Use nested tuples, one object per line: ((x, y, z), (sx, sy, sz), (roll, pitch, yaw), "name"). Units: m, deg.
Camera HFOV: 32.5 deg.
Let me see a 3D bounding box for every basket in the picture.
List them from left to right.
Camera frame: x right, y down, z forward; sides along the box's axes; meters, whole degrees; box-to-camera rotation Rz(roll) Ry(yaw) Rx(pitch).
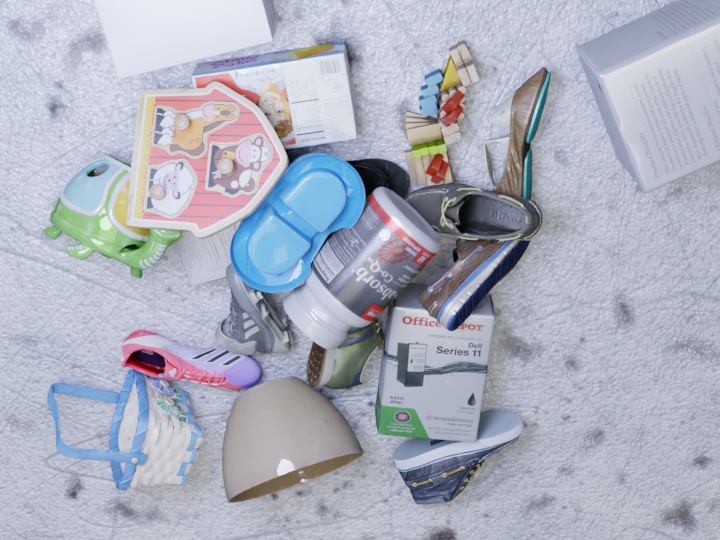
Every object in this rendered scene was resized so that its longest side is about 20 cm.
((-0.330, 0.216, 1.714), (0.199, 0.176, 0.140), (7, 113, -24), "basket")

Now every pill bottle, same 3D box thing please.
((0.000, 0.000, 1.594), (0.116, 0.116, 0.200), (39, 103, -15), "pill bottle")

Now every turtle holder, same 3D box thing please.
((-0.316, -0.072, 1.590), (0.140, 0.185, 0.132), (24, 94, -24), "turtle holder")

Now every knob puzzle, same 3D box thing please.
((-0.187, -0.139, 1.512), (0.218, 0.030, 0.221), (-2, 77, 9), "knob puzzle")

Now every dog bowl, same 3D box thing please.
((-0.082, -0.065, 1.556), (0.111, 0.050, 0.200), (38, 101, -20), "dog bowl")

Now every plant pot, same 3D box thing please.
((-0.111, 0.227, 1.724), (0.199, 0.200, 0.135), (-23, 76, 9), "plant pot")

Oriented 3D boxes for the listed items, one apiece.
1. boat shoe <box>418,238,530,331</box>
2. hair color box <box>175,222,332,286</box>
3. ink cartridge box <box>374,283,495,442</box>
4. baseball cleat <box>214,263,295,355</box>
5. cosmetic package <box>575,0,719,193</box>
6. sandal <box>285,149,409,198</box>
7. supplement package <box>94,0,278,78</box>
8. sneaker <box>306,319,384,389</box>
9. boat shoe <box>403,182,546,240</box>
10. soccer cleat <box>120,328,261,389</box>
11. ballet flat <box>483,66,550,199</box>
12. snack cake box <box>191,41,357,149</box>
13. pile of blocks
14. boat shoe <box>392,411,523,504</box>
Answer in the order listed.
((0.156, -0.014, 1.649), (0.072, 0.072, 0.200), (37, 69, 21), "boat shoe")
((-0.148, -0.064, 1.656), (0.199, 0.064, 0.112), (-15, 109, 7), "hair color box")
((0.103, 0.129, 1.724), (0.146, 0.083, 0.201), (5, 111, -3), "ink cartridge box")
((-0.160, 0.063, 1.670), (0.106, 0.070, 0.200), (-16, 140, 11), "baseball cleat")
((0.399, -0.230, 1.535), (0.199, 0.167, 0.168), (-23, 110, 8), "cosmetic package")
((-0.017, -0.112, 1.605), (0.199, 0.048, 0.076), (4, 96, -30), "sandal")
((-0.217, -0.343, 1.515), (0.199, 0.111, 0.157), (-12, 112, 5), "supplement package")
((-0.006, 0.073, 1.718), (0.089, 0.067, 0.201), (11, 103, -28), "sneaker")
((0.140, -0.077, 1.615), (0.201, 0.060, 0.073), (9, 95, 25), "boat shoe")
((-0.239, 0.135, 1.728), (0.199, 0.077, 0.067), (16, 115, -5), "soccer cleat")
((0.199, -0.172, 1.621), (0.072, 0.068, 0.201), (13, 117, 15), "ballet flat")
((-0.108, -0.218, 1.591), (0.199, 0.067, 0.116), (-8, 113, 3), "snack cake box")
((0.100, -0.197, 1.603), (0.082, 0.062, 0.201), (11, 111, -5), "pile of blocks")
((0.152, 0.274, 1.796), (0.199, 0.071, 0.091), (-19, 112, 15), "boat shoe")
